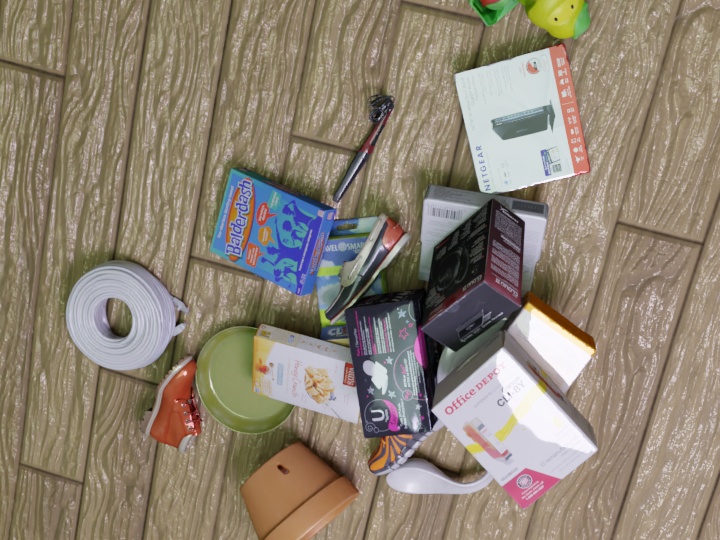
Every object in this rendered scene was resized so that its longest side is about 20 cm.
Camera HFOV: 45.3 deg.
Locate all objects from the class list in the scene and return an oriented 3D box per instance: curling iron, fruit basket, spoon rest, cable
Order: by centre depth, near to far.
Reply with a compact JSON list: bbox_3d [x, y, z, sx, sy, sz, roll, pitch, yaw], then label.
[{"bbox_3d":[0.261,-0.437,1.282,0.212,0.155,0.220,-1,88,22],"label":"fruit basket"},{"bbox_3d":[0.000,-0.203,1.434,0.049,0.026,0.202,15,113,-31],"label":"curling iron"},{"bbox_3d":[0.141,0.360,1.505,0.196,0.061,0.100,-11,138,11],"label":"spoon rest"},{"bbox_3d":[-0.435,0.085,1.562,0.200,0.069,0.200,45,106,-1],"label":"cable"}]

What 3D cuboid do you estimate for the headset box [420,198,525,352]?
[{"bbox_3d":[0.171,0.014,1.306,0.077,0.202,0.149,31,133,-19],"label":"headset box"}]

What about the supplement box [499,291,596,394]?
[{"bbox_3d":[0.244,0.153,1.296,0.125,0.074,0.201,35,106,1],"label":"supplement box"}]

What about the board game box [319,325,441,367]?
[{"bbox_3d":[0.040,0.151,1.473,0.196,0.035,0.137,-4,127,11],"label":"board game box"}]

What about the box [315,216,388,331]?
[{"bbox_3d":[-0.016,0.016,1.477,0.120,0.048,0.204,-5,102,12],"label":"box"}]

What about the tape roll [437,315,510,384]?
[{"bbox_3d":[0.229,0.156,1.411,0.199,0.139,0.207,2,103,10],"label":"tape roll"}]

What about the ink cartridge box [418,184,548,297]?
[{"bbox_3d":[0.197,-0.045,1.415,0.196,0.044,0.175,10,135,9],"label":"ink cartridge box"}]

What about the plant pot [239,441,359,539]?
[{"bbox_3d":[-0.118,0.399,1.516,0.200,0.199,0.141,-43,75,16],"label":"plant pot"}]

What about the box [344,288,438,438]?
[{"bbox_3d":[0.054,0.142,1.352,0.113,0.132,0.204,-7,95,14],"label":"box"}]

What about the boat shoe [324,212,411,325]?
[{"bbox_3d":[0.000,0.000,1.409,0.062,0.071,0.201,39,102,3],"label":"boat shoe"}]

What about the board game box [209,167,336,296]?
[{"bbox_3d":[-0.151,-0.067,1.460,0.198,0.045,0.155,24,107,23],"label":"board game box"}]

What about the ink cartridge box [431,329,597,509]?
[{"bbox_3d":[0.217,0.212,1.232,0.145,0.083,0.200,-43,93,16],"label":"ink cartridge box"}]

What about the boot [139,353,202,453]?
[{"bbox_3d":[-0.321,0.242,1.563,0.106,0.075,0.202,33,121,9],"label":"boot"}]

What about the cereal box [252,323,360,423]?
[{"bbox_3d":[-0.086,0.177,1.468,0.197,0.040,0.146,15,131,9],"label":"cereal box"}]

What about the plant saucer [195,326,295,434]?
[{"bbox_3d":[-0.201,0.195,1.560,0.196,0.031,0.204,3,102,12],"label":"plant saucer"}]

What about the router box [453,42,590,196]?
[{"bbox_3d":[0.256,-0.235,1.367,0.176,0.049,0.204,-13,99,13],"label":"router box"}]

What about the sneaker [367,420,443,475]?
[{"bbox_3d":[0.059,0.258,1.485,0.112,0.078,0.200,39,107,-14],"label":"sneaker"}]
